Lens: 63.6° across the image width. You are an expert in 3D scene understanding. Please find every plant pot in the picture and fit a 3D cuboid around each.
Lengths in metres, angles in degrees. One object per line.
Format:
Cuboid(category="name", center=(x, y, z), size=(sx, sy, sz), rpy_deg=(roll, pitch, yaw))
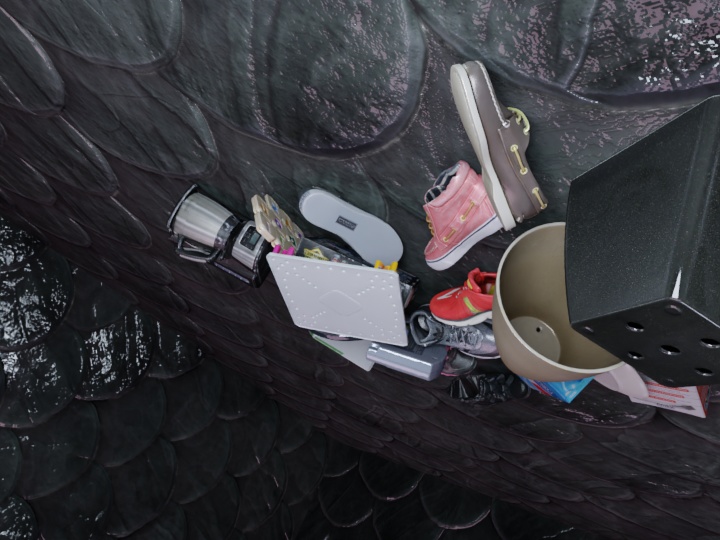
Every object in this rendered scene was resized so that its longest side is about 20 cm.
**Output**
Cuboid(category="plant pot", center=(0.315, 0.000, 0.557), size=(0.199, 0.179, 0.199), rpy_deg=(30, 158, -10))
Cuboid(category="plant pot", center=(0.248, 0.068, 0.761), size=(0.185, 0.189, 0.201), rpy_deg=(23, 157, 9))

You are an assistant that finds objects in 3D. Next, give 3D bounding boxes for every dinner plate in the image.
Cuboid(category="dinner plate", center=(0.347, 0.128, 0.886), size=(0.200, 0.024, 0.200), rpy_deg=(45, 176, 3))

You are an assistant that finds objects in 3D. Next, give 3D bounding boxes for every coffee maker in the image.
Cuboid(category="coffee maker", center=(-0.262, -0.063, 1.168), size=(0.198, 0.136, 0.192), rpy_deg=(27, -179, 3))

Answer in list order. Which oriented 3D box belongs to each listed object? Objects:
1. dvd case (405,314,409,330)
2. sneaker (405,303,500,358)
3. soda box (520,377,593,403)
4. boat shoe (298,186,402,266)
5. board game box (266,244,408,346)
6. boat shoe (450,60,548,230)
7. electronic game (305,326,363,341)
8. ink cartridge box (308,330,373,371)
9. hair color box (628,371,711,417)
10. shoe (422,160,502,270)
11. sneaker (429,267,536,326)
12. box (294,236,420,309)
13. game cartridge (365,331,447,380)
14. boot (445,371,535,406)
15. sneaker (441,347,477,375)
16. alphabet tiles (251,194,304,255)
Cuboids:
Cuboid(category="dvd case", center=(0.027, 0.092, 1.147), size=(0.147, 0.016, 0.199), rpy_deg=(18, -170, 30))
Cuboid(category="sneaker", center=(0.166, 0.116, 1.049), size=(0.198, 0.077, 0.113), rpy_deg=(17, -169, 32))
Cuboid(category="soda box", center=(0.308, 0.159, 0.958), size=(0.064, 0.068, 0.200), rpy_deg=(45, 176, 3))
Cuboid(category="boat shoe", center=(-0.014, -0.076, 0.927), size=(0.199, 0.069, 0.057), rpy_deg=(31, -166, -29))
Cuboid(category="board game box", center=(-0.027, 0.041, 0.893), size=(0.197, 0.026, 0.201), rpy_deg=(9, 146, 16))
Cuboid(category="boat shoe", center=(0.149, -0.133, 0.611), size=(0.059, 0.072, 0.201), rpy_deg=(-23, 124, 9))
Cuboid(category="electronic game", center=(-0.020, 0.060, 1.058), size=(0.198, 0.200, 0.042), rpy_deg=(16, 127, 24))
Cuboid(category="ink cartridge box", center=(-0.039, 0.131, 1.285), size=(0.146, 0.084, 0.200), rpy_deg=(32, 177, -13))
Cuboid(category="hair color box", center=(0.443, 0.137, 0.859), size=(0.110, 0.064, 0.200), rpy_deg=(7, 148, 42))
Cuboid(category="shoe", center=(0.117, -0.071, 0.774), size=(0.090, 0.072, 0.200), rpy_deg=(32, 152, -9))
Cuboid(category="sneaker", center=(0.187, 0.033, 0.925), size=(0.199, 0.078, 0.085), rpy_deg=(-13, 131, 43))
Cuboid(category="box", center=(0.000, 0.000, 0.992), size=(0.198, 0.046, 0.159), rpy_deg=(24, -173, 8))
Cuboid(category="game cartridge", center=(0.091, 0.147, 1.058), size=(0.132, 0.042, 0.200), rpy_deg=(21, -171, 10))
Cuboid(category="boot", center=(0.250, 0.250, 1.220), size=(0.161, 0.074, 0.198), rpy_deg=(4, 165, -32))
Cuboid(category="sneaker", center=(0.145, 0.157, 1.201), size=(0.198, 0.080, 0.095), rpy_deg=(20, 167, 13))
Cuboid(category="alphabet tiles", center=(-0.120, -0.040, 0.998), size=(0.200, 0.015, 0.197), rpy_deg=(50, -167, -42))
